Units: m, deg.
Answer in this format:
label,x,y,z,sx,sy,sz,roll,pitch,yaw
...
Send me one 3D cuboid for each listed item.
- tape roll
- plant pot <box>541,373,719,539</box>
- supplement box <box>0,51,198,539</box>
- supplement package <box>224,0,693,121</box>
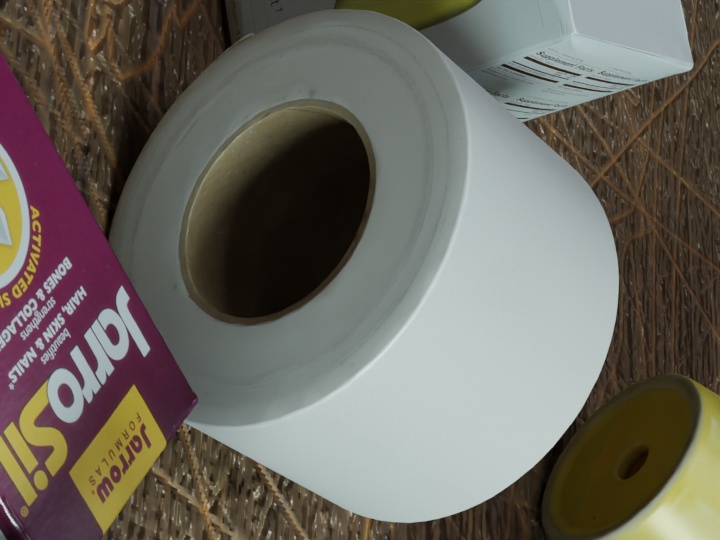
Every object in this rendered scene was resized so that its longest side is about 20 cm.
label,x,y,z,sx,sy,sz,roll,pitch,yaw
tape roll,0.000,0.000,0.950,0.139,0.202,0.204,33,50,-48
plant pot,0.219,0.169,1.254,0.189,0.200,0.201,42,42,-21
supplement box,-0.168,0.014,0.767,0.201,0.103,0.131,62,32,-22
supplement package,0.043,-0.177,1.095,0.147,0.199,0.193,3,74,-58
